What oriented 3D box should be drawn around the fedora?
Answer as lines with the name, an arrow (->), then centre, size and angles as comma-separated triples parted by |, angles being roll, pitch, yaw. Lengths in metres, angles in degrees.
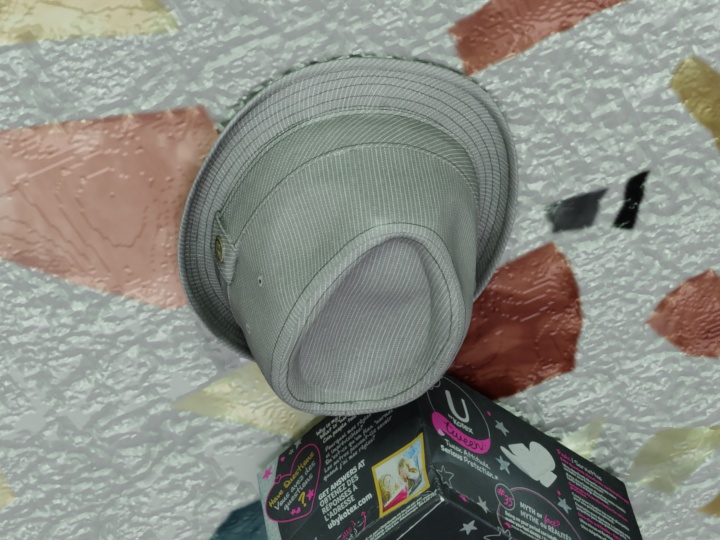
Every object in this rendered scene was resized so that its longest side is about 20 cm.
fedora -> 0.000, 0.000, 1.147 | 0.176, 0.091, 0.201 | 8, 130, -22

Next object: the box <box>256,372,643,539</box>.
box -> 0.057, 0.158, 1.297 | 0.132, 0.115, 0.199 | -39, 129, 24
